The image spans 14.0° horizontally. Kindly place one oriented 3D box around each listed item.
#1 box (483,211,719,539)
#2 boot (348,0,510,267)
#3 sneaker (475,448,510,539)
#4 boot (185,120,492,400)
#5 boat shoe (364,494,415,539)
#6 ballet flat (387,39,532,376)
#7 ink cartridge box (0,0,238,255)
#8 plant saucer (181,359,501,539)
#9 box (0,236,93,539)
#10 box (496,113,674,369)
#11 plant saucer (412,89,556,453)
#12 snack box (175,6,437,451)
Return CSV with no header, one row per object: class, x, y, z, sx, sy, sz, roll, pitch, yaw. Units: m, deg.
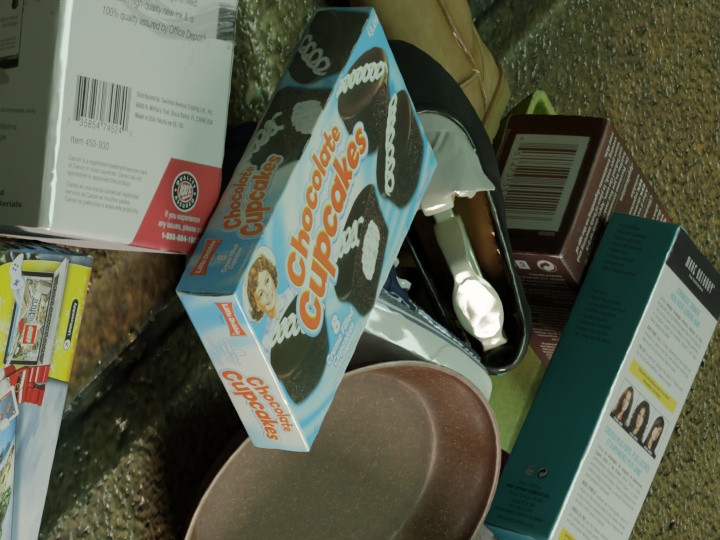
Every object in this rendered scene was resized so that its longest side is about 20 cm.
box,0.143,0.075,1.685,0.082,0.049,0.201,43,66,-50
boot,0.017,-0.128,1.659,0.176,0.066,0.200,-75,150,-42
sneaker,0.073,0.188,1.751,0.082,0.088,0.201,-76,149,-53
boot,0.000,0.000,1.580,0.200,0.073,0.091,32,60,-31
boat shoe,0.006,0.118,1.663,0.071,0.070,0.202,-31,114,-43
ballet flat,0.051,-0.031,1.609,0.068,0.068,0.201,-101,167,-71
ink cartridge box,-0.129,-0.113,1.386,0.147,0.083,0.201,10,85,-60
plant saucer,-0.017,0.124,1.571,0.200,0.037,0.201,-21,133,-24
box,-0.192,0.084,1.310,0.136,0.038,0.201,5,98,-58
box,0.141,0.000,1.772,0.200,0.075,0.100,51,52,-46
plant saucer,0.093,0.025,1.811,0.200,0.048,0.201,59,45,-44
snack box,-0.023,-0.023,1.474,0.201,0.037,0.116,-66,146,-36
